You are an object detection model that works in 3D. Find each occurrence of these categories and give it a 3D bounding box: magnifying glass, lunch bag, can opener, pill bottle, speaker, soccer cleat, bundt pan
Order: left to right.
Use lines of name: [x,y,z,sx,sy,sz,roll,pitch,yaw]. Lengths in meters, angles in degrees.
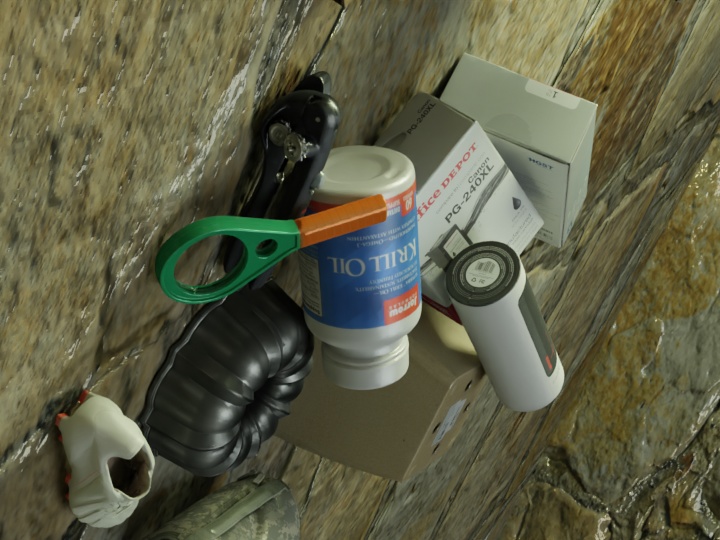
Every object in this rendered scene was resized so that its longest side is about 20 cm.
soccer cleat: [-0.206,0.174,1.123,0.069,0.077,0.201,-47,159,-27]
lunch bag: [-0.153,0.309,1.381,0.199,0.139,0.169,-24,144,-60]
bundt pan: [-0.113,0.108,1.258,0.202,0.075,0.203,-48,159,-24]
magnifying glass: [-0.071,-0.024,1.092,0.197,0.023,0.080,-16,139,-16]
can opener: [-0.063,-0.066,1.118,0.078,0.063,0.202,-29,146,-56]
pill bottle: [0.000,0.000,1.216,0.112,0.111,0.203,-36,130,-46]
speaker: [0.150,0.061,1.382,0.081,0.081,0.201,-50,141,-19]

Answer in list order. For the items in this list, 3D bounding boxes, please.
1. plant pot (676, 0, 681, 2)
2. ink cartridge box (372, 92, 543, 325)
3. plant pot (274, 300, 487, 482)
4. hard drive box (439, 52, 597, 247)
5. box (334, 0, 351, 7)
plant pot: [0.267,-0.402,1.236,0.201,0.176,0.199,-57,162,4]
ink cartridge box: [0.083,-0.059,1.358,0.146,0.083,0.200,-51,141,-6]
plant pot: [0.032,0.113,1.475,0.199,0.176,0.202,-20,140,-62]
hard drive box: [0.166,-0.125,1.451,0.077,0.154,0.201,-61,165,-18]
box: [0.035,-0.319,1.022,0.201,0.021,0.164,-51,161,-19]
